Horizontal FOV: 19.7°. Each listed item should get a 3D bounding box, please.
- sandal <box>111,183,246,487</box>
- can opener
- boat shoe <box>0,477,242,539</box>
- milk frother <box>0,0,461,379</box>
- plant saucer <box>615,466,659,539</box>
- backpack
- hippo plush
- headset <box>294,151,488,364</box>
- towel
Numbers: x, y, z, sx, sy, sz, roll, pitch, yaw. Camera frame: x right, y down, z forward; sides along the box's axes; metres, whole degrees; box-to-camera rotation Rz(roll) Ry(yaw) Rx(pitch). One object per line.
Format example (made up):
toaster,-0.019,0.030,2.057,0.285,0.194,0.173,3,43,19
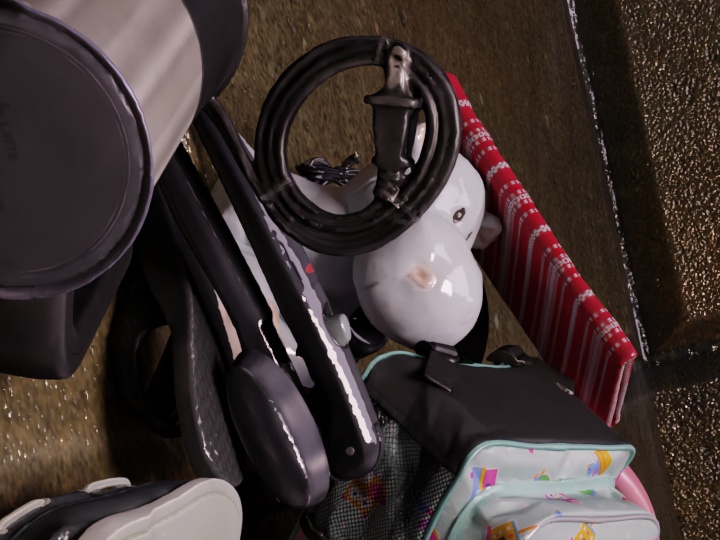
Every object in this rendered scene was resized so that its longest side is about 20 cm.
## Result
sandal,-0.094,0.034,1.005,0.201,0.048,0.075,-106,172,-45
can opener,-0.044,0.012,0.983,0.079,0.063,0.201,-18,89,-84
boat shoe,-0.100,0.118,0.851,0.200,0.060,0.076,29,70,-75
milk frother,-0.072,-0.058,0.838,0.188,0.199,0.181,-71,150,-64
plant saucer,0.079,0.155,1.238,0.051,0.200,0.201,-76,150,-57
backpack,0.045,0.156,1.080,0.153,0.200,0.175,46,23,29
hippo plush,0.000,0.000,1.144,0.160,0.160,0.201,61,22,-48
headset,0.015,0.006,1.287,0.094,0.124,0.200,9,41,-49
towel,0.094,-0.009,1.174,0.200,0.022,0.145,57,-9,20
